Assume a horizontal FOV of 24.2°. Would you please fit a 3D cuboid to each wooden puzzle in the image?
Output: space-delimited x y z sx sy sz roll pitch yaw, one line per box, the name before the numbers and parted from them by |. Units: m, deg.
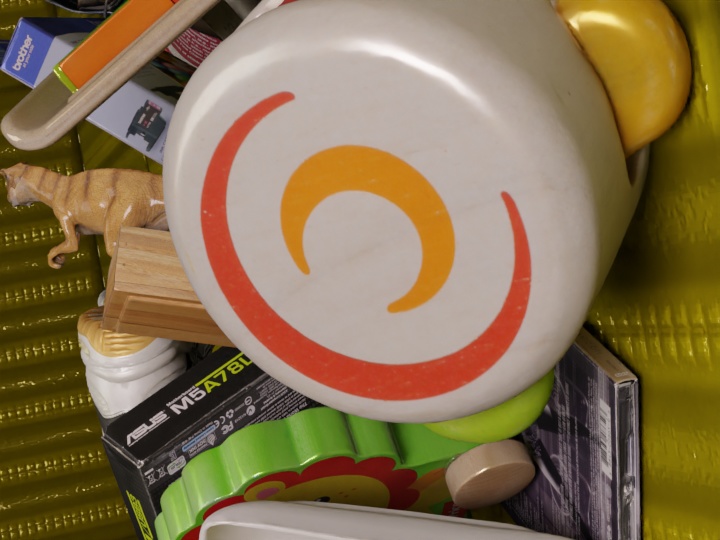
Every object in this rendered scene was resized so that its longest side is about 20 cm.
wooden puzzle | -0.069 -0.144 0.787 0.037 0.199 0.185 52 -158 -14

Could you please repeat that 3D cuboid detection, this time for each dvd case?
dvd case | 0.095 0.081 0.862 0.200 0.016 0.150 -131 33 -62

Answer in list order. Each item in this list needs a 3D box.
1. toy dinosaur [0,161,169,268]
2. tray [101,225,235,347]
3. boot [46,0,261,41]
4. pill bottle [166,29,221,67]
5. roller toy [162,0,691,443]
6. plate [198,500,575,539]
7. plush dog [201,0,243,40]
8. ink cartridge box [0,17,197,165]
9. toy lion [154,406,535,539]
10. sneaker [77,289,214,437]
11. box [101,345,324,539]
toy dinosaur | -0.119 -0.032 0.920 0.060 0.198 0.108 -26 -68 -67
tray | -0.030 0.019 0.863 0.099 0.198 0.037 133 142 -72
boot | -0.126 -0.167 1.029 0.199 0.096 0.075 34 137 39
pill bottle | -0.080 -0.207 1.149 0.200 0.112 0.114 123 135 -70
roller toy | 0.024 -0.047 0.692 0.140 0.181 0.201 -54 -13 -53
plate | 0.015 0.163 0.841 0.201 0.197 0.033 104 172 -58
plush dog | 0.018 -0.116 0.824 0.172 0.159 0.202 -38 61 44
ink cartridge box | -0.128 -0.106 1.007 0.042 0.199 0.119 -65 -14 15
toy lion | -0.013 0.128 0.889 0.201 0.190 0.069 95 157 -57
sneaker | -0.124 0.057 1.006 0.200 0.075 0.089 -45 -49 -77
box | -0.037 0.118 0.973 0.047 0.199 0.195 30 145 41
